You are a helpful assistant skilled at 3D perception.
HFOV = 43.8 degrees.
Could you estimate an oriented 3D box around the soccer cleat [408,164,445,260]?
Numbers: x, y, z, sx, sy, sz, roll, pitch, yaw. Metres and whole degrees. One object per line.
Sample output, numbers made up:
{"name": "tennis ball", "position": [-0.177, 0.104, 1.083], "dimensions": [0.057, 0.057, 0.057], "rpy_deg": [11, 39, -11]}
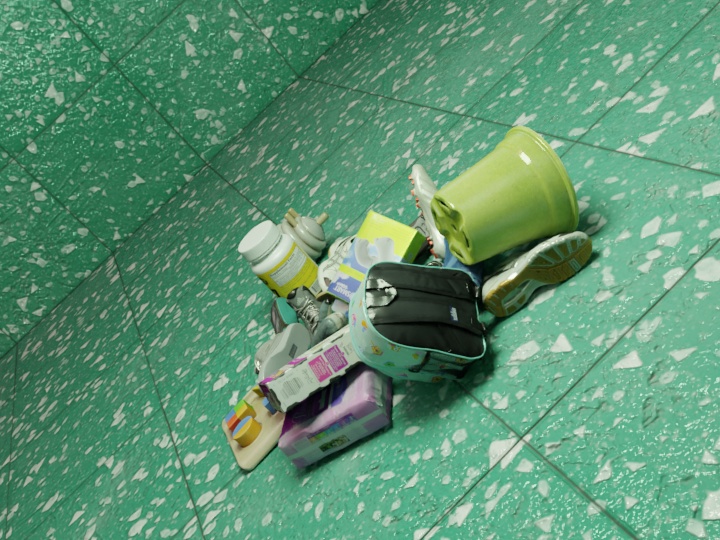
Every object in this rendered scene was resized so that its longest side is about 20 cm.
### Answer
{"name": "soccer cleat", "position": [0.151, -0.115, 1.713], "dimensions": [0.077, 0.201, 0.069], "rpy_deg": [-20, -14, 10]}

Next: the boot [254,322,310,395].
{"name": "boot", "position": [-0.164, 0.183, 1.686], "dimensions": [0.095, 0.074, 0.200], "rpy_deg": [-33, 15, 31]}

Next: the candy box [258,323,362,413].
{"name": "candy box", "position": [-0.069, 0.161, 1.511], "dimensions": [0.200, 0.061, 0.136], "rpy_deg": [-33, 1, -13]}

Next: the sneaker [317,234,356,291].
{"name": "sneaker", "position": [-0.029, -0.014, 1.884], "dimensions": [0.088, 0.076, 0.200], "rpy_deg": [-29, 28, 28]}

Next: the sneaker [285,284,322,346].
{"name": "sneaker", "position": [-0.102, 0.092, 1.788], "dimensions": [0.075, 0.116, 0.200], "rpy_deg": [-42, 24, 1]}

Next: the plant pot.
{"name": "plant pot", "position": [0.223, -0.106, 1.471], "dimensions": [0.184, 0.201, 0.200], "rpy_deg": [-29, 22, -12]}

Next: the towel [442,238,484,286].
{"name": "towel", "position": [0.179, -0.016, 1.568], "dimensions": [0.112, 0.048, 0.200], "rpy_deg": [124, 165, -45]}

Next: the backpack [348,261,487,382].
{"name": "backpack", "position": [0.078, 0.081, 1.408], "dimensions": [0.153, 0.199, 0.176], "rpy_deg": [-49, 36, 49]}

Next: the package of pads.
{"name": "package of pads", "position": [-0.039, 0.238, 1.505], "dimensions": [0.200, 0.076, 0.121], "rpy_deg": [-31, 22, 22]}

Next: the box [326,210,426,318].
{"name": "box", "position": [0.023, 0.000, 1.669], "dimensions": [0.122, 0.048, 0.200], "rpy_deg": [25, 84, 35]}

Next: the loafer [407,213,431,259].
{"name": "loafer", "position": [0.108, -0.052, 1.780], "dimensions": [0.200, 0.071, 0.073], "rpy_deg": [-35, 70, 4]}

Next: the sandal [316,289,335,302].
{"name": "sandal", "position": [0.003, 0.001, 1.751], "dimensions": [0.211, 0.078, 0.070], "rpy_deg": [-20, 68, 30]}

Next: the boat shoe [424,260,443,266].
{"name": "boat shoe", "position": [0.090, 0.048, 1.620], "dimensions": [0.068, 0.057, 0.200], "rpy_deg": [17, 57, 40]}

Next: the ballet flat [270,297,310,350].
{"name": "ballet flat", "position": [-0.149, 0.136, 1.854], "dimensions": [0.073, 0.073, 0.200], "rpy_deg": [-38, 36, 9]}

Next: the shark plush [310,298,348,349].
{"name": "shark plush", "position": [-0.080, 0.136, 1.664], "dimensions": [0.200, 0.091, 0.083], "rpy_deg": [-45, 4, 39]}

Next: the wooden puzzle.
{"name": "wooden puzzle", "position": [-0.190, 0.265, 1.712], "dimensions": [0.185, 0.046, 0.200], "rpy_deg": [-47, 25, -4]}

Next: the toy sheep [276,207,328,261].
{"name": "toy sheep", "position": [-0.150, -0.066, 2.098], "dimensions": [0.200, 0.138, 0.138], "rpy_deg": [-43, 23, 20]}

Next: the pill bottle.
{"name": "pill bottle", "position": [-0.164, -0.006, 1.938], "dimensions": [0.114, 0.200, 0.114], "rpy_deg": [-33, 25, 18]}

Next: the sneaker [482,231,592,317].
{"name": "sneaker", "position": [0.276, -0.012, 1.444], "dimensions": [0.200, 0.076, 0.088], "rpy_deg": [-33, 26, 18]}
